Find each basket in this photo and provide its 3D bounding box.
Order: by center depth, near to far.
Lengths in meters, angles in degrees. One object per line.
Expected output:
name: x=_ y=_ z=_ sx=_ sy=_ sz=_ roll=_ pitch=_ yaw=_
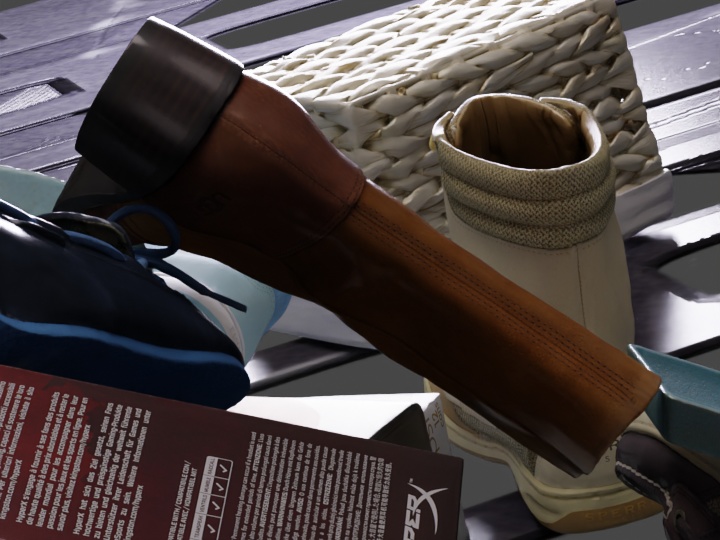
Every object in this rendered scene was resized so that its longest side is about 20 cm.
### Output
basket: x=0.036 y=-0.057 z=1.302 sx=0.200 sy=0.124 sz=0.135 roll=-26 pitch=21 yaw=-35

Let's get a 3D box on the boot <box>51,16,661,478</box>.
boot: x=0.000 y=0.000 z=0.886 sx=0.069 sy=0.200 sz=0.188 roll=-58 pitch=3 yaw=-18

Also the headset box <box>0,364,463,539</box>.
headset box: x=-0.084 y=0.109 z=0.718 sx=0.199 sy=0.149 sz=0.075 roll=12 pitch=34 yaw=-2

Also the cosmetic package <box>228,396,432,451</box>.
cosmetic package: x=-0.069 y=0.102 z=0.925 sx=0.200 sy=0.105 sz=0.071 roll=-2 pitch=21 yaw=33

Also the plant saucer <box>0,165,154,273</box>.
plant saucer: x=-0.171 y=0.027 z=0.945 sx=0.200 sy=0.039 sz=0.201 roll=-3 pitch=34 yaw=2

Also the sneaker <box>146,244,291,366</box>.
sneaker: x=-0.119 y=0.012 z=1.068 sx=0.200 sy=0.080 sz=0.131 roll=6 pitch=25 yaw=21

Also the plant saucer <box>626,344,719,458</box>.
plant saucer: x=0.182 y=0.067 z=0.851 sx=0.200 sy=0.019 sz=0.070 roll=16 pitch=10 yaw=-8

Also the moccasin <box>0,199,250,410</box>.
moccasin: x=-0.084 y=0.010 z=0.805 sx=0.080 sy=0.068 sz=0.200 roll=-26 pitch=-16 yaw=4

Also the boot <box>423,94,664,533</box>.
boot: x=0.062 y=0.002 z=1.053 sx=0.073 sy=0.156 sz=0.200 roll=-15 pitch=18 yaw=-8

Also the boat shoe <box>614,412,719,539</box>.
boat shoe: x=0.132 y=0.098 z=0.861 sx=0.065 sy=0.072 sz=0.200 roll=-59 pitch=29 yaw=0

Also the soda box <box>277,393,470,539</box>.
soda box: x=-0.064 y=0.090 z=1.019 sx=0.200 sy=0.064 sz=0.068 roll=-4 pitch=19 yaw=26
